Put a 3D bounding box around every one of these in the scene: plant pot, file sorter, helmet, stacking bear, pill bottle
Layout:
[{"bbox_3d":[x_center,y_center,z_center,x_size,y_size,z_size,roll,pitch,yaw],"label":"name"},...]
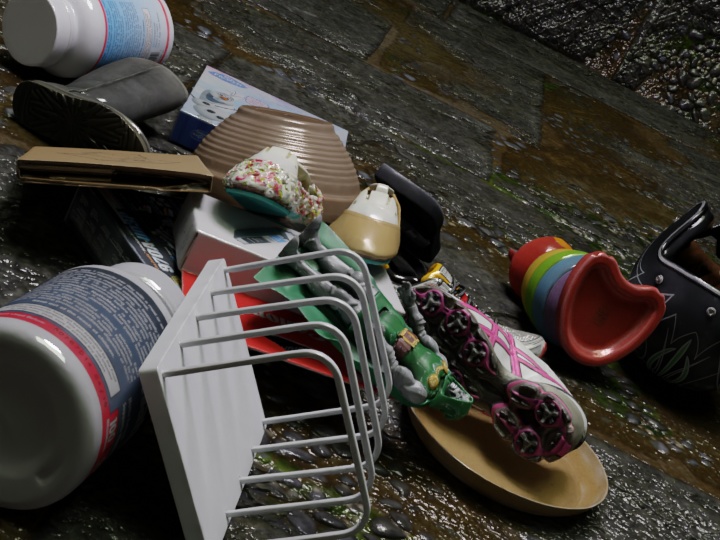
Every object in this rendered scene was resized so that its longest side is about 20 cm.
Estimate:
[{"bbox_3d":[0.124,0.153,1.187,0.198,0.028,0.201,23,22,-10],"label":"plant pot"},{"bbox_3d":[-0.052,0.082,0.921,0.123,0.140,0.200,-9,19,9],"label":"file sorter"},{"bbox_3d":[0.387,0.042,1.529,0.199,0.201,0.191,31,62,11],"label":"helmet"},{"bbox_3d":[0.230,0.021,1.511,0.121,0.114,0.200,32,6,-24],"label":"stacking bear"},{"bbox_3d":[-0.084,-0.115,1.392,0.198,0.094,0.201,11,11,-2],"label":"plant pot"},{"bbox_3d":[-0.311,-0.276,1.549,0.108,0.110,0.199,34,22,20],"label":"pill bottle"},{"bbox_3d":[-0.187,0.063,0.893,0.119,0.120,0.200,29,21,6],"label":"pill bottle"}]

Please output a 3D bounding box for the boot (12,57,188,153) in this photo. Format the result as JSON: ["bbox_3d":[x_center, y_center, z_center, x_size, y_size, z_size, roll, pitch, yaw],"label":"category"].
[{"bbox_3d":[-0.244,-0.165,1.423,0.181,0.073,0.200,34,21,17],"label":"boot"}]

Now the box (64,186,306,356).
[{"bbox_3d":[-0.149,0.000,1.188,0.158,0.046,0.200,8,28,-43],"label":"box"}]

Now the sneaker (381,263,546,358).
[{"bbox_3d":[0.080,0.041,1.267,0.198,0.083,0.078,18,9,3],"label":"sneaker"}]

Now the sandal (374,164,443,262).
[{"bbox_3d":[0.051,-0.049,1.440,0.076,0.043,0.200,34,-13,21],"label":"sandal"}]

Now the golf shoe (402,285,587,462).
[{"bbox_3d":[0.117,0.090,1.198,0.200,0.073,0.092,45,19,16],"label":"golf shoe"}]

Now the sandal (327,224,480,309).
[{"bbox_3d":[0.043,-0.005,1.433,0.199,0.043,0.076,28,21,3],"label":"sandal"}]

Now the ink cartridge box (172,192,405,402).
[{"bbox_3d":[-0.056,0.018,1.133,0.198,0.045,0.177,21,20,-20],"label":"ink cartridge box"}]

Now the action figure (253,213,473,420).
[{"bbox_3d":[0.016,0.045,1.095,0.200,0.055,0.118,45,39,-1],"label":"action figure"}]

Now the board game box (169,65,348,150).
[{"bbox_3d":[-0.115,-0.161,1.607,0.198,0.044,0.199,24,23,-7],"label":"board game box"}]

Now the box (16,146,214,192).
[{"bbox_3d":[-0.218,-0.092,1.210,0.161,0.022,0.200,3,7,-10],"label":"box"}]

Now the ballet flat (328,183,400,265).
[{"bbox_3d":[0.008,-0.050,1.263,0.068,0.064,0.200,17,8,-2],"label":"ballet flat"}]

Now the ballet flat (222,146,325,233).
[{"bbox_3d":[-0.076,-0.075,1.211,0.075,0.065,0.200,16,-8,10],"label":"ballet flat"}]
